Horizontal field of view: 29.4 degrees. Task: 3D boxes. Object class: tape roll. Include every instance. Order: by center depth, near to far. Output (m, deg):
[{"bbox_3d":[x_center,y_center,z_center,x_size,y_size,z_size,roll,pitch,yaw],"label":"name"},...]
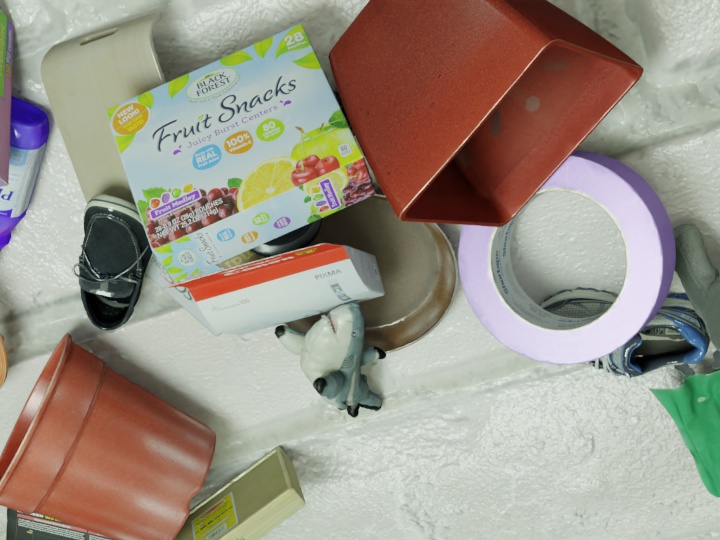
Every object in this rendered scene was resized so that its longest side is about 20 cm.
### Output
[{"bbox_3d":[0.198,-0.013,1.321,0.199,0.066,0.201,4,100,23],"label":"tape roll"}]

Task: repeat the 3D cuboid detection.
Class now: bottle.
[{"bbox_3d":[-0.384,-0.083,1.422,0.083,0.065,0.200,24,118,-1],"label":"bottle"}]

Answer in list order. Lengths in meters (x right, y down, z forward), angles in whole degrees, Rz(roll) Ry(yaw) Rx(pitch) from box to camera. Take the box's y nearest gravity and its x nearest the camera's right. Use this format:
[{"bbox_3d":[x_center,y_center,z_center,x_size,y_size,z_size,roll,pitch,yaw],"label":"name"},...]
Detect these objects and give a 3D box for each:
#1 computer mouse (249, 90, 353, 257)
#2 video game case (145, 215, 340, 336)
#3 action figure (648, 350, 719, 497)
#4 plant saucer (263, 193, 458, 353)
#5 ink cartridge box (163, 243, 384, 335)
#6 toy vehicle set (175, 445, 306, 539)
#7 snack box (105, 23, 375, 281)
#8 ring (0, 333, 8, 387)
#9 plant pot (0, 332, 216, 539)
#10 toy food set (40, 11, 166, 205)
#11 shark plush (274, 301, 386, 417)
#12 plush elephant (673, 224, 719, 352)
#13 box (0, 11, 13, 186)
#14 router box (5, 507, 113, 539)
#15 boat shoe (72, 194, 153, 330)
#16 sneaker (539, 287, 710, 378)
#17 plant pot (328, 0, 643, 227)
[{"bbox_3d":[-0.068,-0.086,1.315,0.138,0.201,0.053,10,146,3],"label":"computer mouse"},{"bbox_3d":[-0.151,-0.050,1.424,0.182,0.022,0.200,43,115,-12],"label":"video game case"},{"bbox_3d":[0.381,0.175,1.431,0.118,0.055,0.200,-16,119,15],"label":"action figure"},{"bbox_3d":[0.000,0.000,1.405,0.199,0.032,0.201,1,123,1],"label":"plant saucer"},{"bbox_3d":[-0.076,0.019,1.296,0.160,0.200,0.047,-15,84,12],"label":"ink cartridge box"},{"bbox_3d":[-0.154,0.280,1.497,0.200,0.124,0.027,-36,107,1],"label":"toy vehicle set"},{"bbox_3d":[-0.109,-0.107,1.231,0.199,0.169,0.068,-22,149,0],"label":"snack box"},{"bbox_3d":[-0.464,0.057,1.502,0.200,0.019,0.201,18,133,21],"label":"ring"},{"bbox_3d":[-0.274,0.200,1.487,0.195,0.201,0.201,27,118,-14],"label":"plant pot"},{"bbox_3d":[-0.221,-0.142,1.359,0.143,0.060,0.201,-9,107,31],"label":"toy food set"},{"bbox_3d":[-0.005,0.107,1.408,0.083,0.091,0.200,-37,135,-4],"label":"shark plush"},{"bbox_3d":[0.412,0.028,1.306,0.165,0.154,0.201,-34,66,59],"label":"plush elephant"},{"bbox_3d":[-0.447,-0.164,1.324,0.199,0.097,0.177,-8,71,14],"label":"box"},{"bbox_3d":[-0.319,0.336,1.623,0.199,0.062,0.150,12,118,3],"label":"router box"},{"bbox_3d":[-0.252,-0.005,1.397,0.074,0.062,0.200,15,145,-2],"label":"boat shoe"},{"bbox_3d":[0.255,0.067,1.380,0.199,0.085,0.077,-6,115,13],"label":"sneaker"},{"bbox_3d":[0.092,-0.172,1.213,0.200,0.200,0.176,-49,66,23],"label":"plant pot"}]
